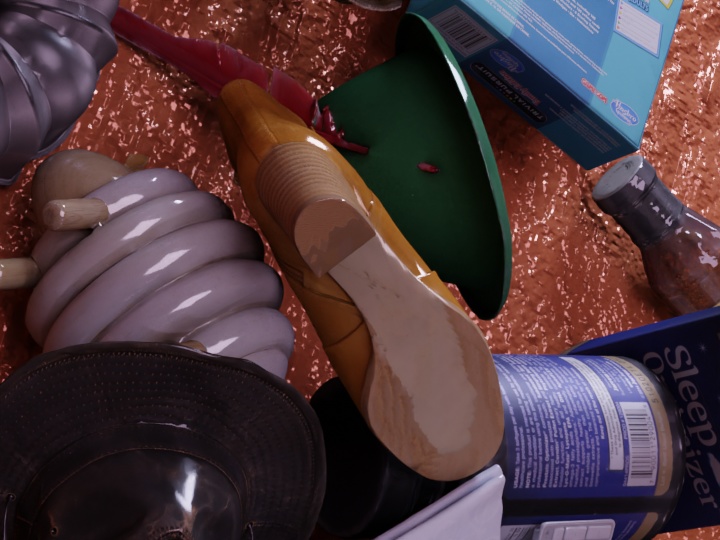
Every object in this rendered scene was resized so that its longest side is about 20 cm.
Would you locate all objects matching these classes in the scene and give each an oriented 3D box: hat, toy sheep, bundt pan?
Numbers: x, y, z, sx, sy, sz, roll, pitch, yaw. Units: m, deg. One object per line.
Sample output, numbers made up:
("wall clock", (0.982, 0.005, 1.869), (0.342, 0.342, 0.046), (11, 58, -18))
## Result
("hat", (-0.104, 0.130, 0.952), (0.200, 0.201, 0.081), (28, 26, -26))
("toy sheep", (-0.099, 0.023, 1.023), (0.138, 0.138, 0.200), (-22, 73, -36))
("hat", (-0.034, -0.045, 1.123), (0.176, 0.166, 0.200), (-15, 50, -11))
("bundt pan", (-0.203, -0.137, 1.016), (0.202, 0.076, 0.202), (5, 81, -31))

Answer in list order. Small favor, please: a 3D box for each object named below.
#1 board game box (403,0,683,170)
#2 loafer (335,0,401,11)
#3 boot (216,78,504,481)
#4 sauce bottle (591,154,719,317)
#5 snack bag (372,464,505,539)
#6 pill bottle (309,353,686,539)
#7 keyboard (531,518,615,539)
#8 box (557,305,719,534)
("board game box", (0.121, -0.183, 1.218), (0.151, 0.047, 0.200), (37, 55, -24))
("loafer", (-0.001, -0.167, 1.109), (0.075, 0.070, 0.200), (40, 15, -9))
("boot", (-0.001, 0.000, 1.041), (0.071, 0.144, 0.201), (-31, 123, 0))
("sauce bottle", (0.222, 0.011, 1.292), (0.200, 0.066, 0.066), (48, 57, -18))
("snack bag", (0.006, 0.216, 1.047), (0.188, 0.021, 0.200), (-28, 132, -36))
("pill bottle", (0.071, 0.101, 1.136), (0.200, 0.112, 0.112), (3, 77, -34))
("keyboard", (0.094, 0.228, 1.125), (0.056, 0.011, 0.200), (5, 104, -35))
("box", (0.203, 0.082, 1.177), (0.032, 0.200, 0.121), (-24, 92, -37))
